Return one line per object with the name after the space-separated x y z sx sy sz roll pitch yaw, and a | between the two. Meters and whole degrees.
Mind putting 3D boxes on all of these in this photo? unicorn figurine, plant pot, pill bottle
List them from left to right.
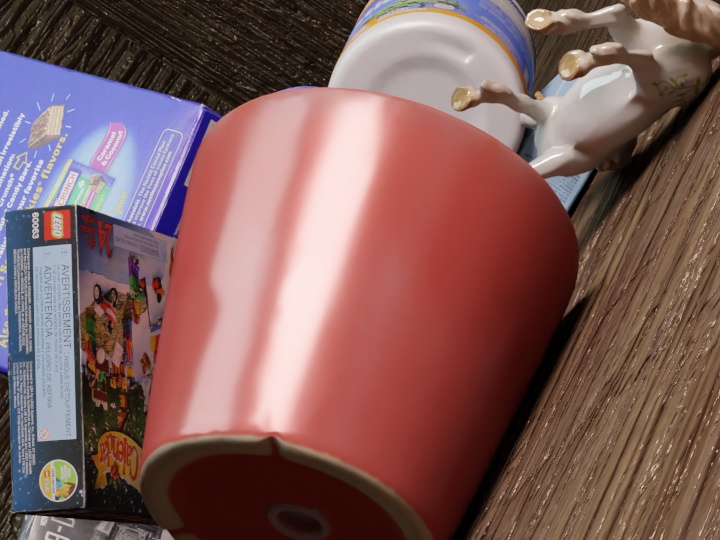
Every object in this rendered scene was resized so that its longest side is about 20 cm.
-0.010 0.046 1.279 0.200 0.200 0.178 -50 18 54 | plant pot
0.044 -0.113 1.586 0.112 0.112 0.200 -55 6 18 | pill bottle
0.113 -0.084 1.385 0.200 0.137 0.074 -19 75 47 | unicorn figurine

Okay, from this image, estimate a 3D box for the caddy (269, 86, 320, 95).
-0.070 -0.030 1.599 0.141 0.105 0.200 -17 -7 -11 | caddy

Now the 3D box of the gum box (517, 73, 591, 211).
0.070 -0.010 1.588 0.200 0.044 0.170 -58 5 -20 | gum box

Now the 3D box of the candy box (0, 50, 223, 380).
-0.168 -0.022 1.489 0.077 0.200 0.169 33 -102 -53 | candy box

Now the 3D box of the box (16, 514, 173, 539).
-0.095 0.115 1.515 0.050 0.157 0.200 130 158 -57 | box

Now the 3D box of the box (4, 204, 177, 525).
-0.109 0.050 1.312 0.200 0.038 0.137 20 -114 -70 | box
